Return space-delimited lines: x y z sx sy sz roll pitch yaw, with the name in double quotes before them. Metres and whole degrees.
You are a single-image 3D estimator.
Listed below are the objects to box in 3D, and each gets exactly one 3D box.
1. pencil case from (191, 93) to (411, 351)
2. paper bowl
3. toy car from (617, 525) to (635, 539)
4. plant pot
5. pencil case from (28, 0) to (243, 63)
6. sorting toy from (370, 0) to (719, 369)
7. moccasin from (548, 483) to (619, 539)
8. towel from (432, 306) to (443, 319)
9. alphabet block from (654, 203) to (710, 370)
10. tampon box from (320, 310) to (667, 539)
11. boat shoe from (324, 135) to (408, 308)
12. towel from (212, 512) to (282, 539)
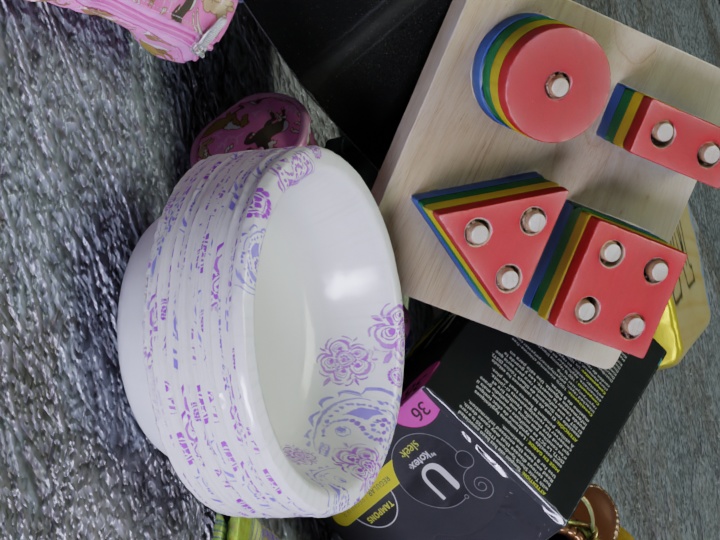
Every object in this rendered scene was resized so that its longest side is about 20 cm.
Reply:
"pencil case" -0.036 -0.016 1.368 0.083 0.086 0.201 -46 133 -22
"paper bowl" -0.060 0.035 1.215 0.200 0.103 0.203 -2 90 -65
"toy car" 0.156 0.279 1.703 0.175 0.150 0.201 42 -29 26
"plant pot" 0.021 -0.197 1.402 0.201 0.177 0.199 57 7 28
"pencil case" -0.132 -0.169 1.189 0.083 0.086 0.200 -69 160 2
"sorting toy" 0.121 -0.054 1.326 0.201 0.198 0.070 -67 -154 7
"moccasin" 0.127 0.191 1.434 0.074 0.078 0.201 54 33 4
"towel" 0.093 0.088 1.702 0.149 0.030 0.202 140 -55 -70
"alphabet block" 0.177 -0.012 1.867 0.200 0.194 0.198 -27 103 -73
"tampon box" 0.082 0.099 1.436 0.126 0.150 0.200 43 41 -2
"boat shoe" 0.000 0.000 1.527 0.075 0.062 0.202 -44 137 -75
"towel" -0.042 0.228 1.317 0.200 0.023 0.145 49 35 -57
